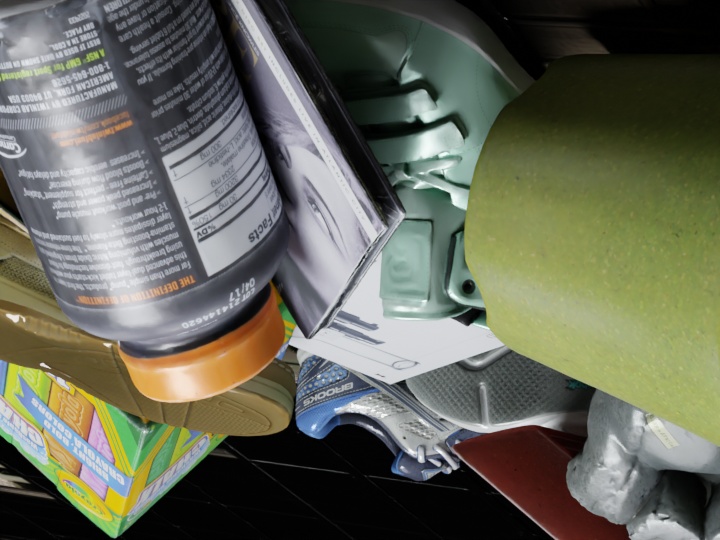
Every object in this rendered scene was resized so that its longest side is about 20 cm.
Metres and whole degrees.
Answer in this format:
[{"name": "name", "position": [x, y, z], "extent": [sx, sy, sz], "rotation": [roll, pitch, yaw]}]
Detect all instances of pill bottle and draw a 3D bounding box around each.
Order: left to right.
[{"name": "pill bottle", "position": [-0.094, -0.044, 1.037], "extent": [0.106, 0.106, 0.200], "rotation": [2, 124, 35]}]

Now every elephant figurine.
[{"name": "elephant figurine", "position": [0.180, 0.040, 1.207], "extent": [0.141, 0.200, 0.155], "rotation": [32, 135, -3]}]

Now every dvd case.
[{"name": "dvd case", "position": [-0.040, -0.057, 1.073], "extent": [0.016, 0.149, 0.200], "rotation": [-27, 172, -16]}]

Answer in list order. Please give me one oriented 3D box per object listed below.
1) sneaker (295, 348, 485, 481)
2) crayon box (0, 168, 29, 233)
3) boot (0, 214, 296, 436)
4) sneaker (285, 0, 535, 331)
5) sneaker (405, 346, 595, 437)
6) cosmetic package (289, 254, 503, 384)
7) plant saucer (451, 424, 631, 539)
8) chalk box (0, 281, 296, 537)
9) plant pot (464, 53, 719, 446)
[{"name": "sneaker", "position": [0.054, 0.091, 1.488], "extent": [0.200, 0.085, 0.077], "rotation": [13, 162, 4]}, {"name": "crayon box", "position": [-0.200, -0.086, 1.105], "extent": [0.200, 0.052, 0.126], "rotation": [34, 175, 34]}, {"name": "boot", "position": [-0.103, -0.017, 1.178], "extent": [0.200, 0.155, 0.072], "rotation": [20, 152, 8]}, {"name": "sneaker", "position": [0.022, -0.045, 1.062], "extent": [0.074, 0.118, 0.200], "rotation": [-2, 154, 46]}, {"name": "sneaker", "position": [0.121, 0.070, 1.400], "extent": [0.200, 0.070, 0.080], "rotation": [6, 164, 25]}, {"name": "cosmetic package", "position": [0.000, 0.000, 1.321], "extent": [0.151, 0.052, 0.200], "rotation": [20, 161, -20]}, {"name": "plant saucer", "position": [0.159, 0.146, 1.285], "extent": [0.200, 0.037, 0.200], "rotation": [40, -172, 21]}, {"name": "chalk box", "position": [-0.123, 0.045, 1.300], "extent": [0.124, 0.125, 0.200], "rotation": [42, 155, 10]}, {"name": "plant pot", "position": [0.150, -0.010, 0.989], "extent": [0.184, 0.200, 0.200], "rotation": [15, 166, 40]}]
